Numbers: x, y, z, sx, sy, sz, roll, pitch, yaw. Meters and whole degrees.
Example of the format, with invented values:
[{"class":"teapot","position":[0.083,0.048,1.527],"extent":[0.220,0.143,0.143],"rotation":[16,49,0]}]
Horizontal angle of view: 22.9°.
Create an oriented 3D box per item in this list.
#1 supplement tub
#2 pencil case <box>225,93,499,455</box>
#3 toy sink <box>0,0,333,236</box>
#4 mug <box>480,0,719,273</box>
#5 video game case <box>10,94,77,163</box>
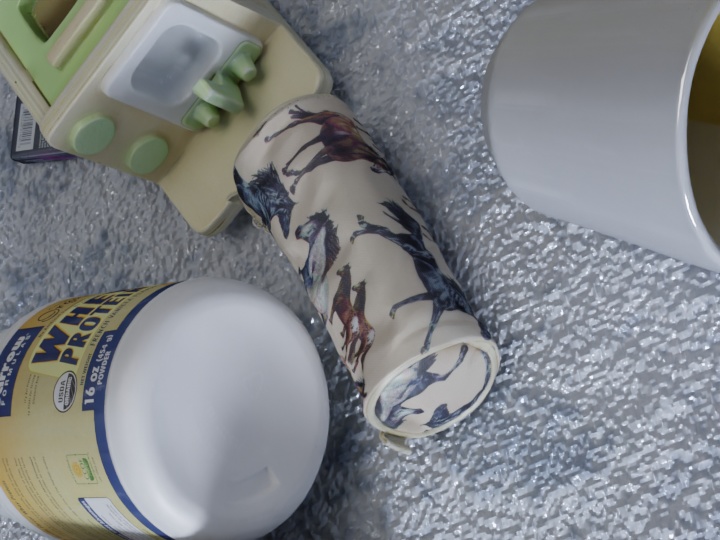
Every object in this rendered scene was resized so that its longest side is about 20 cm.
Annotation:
[{"class":"supplement tub","position":[-0.130,0.083,1.003],"extent":[0.199,0.144,0.145],"rotation":[-8,73,47]},{"class":"pencil case","position":[0.000,0.000,0.979],"extent":[0.090,0.078,0.200],"rotation":[-51,53,31]},{"class":"toy sink","position":[-0.134,-0.137,1.072],"extent":[0.130,0.112,0.200],"rotation":[-50,55,17]},{"class":"mug","position":[0.153,-0.084,0.870],"extent":[0.153,0.186,0.150],"rotation":[10,117,47]},{"class":"video game case","position":[-0.150,-0.149,1.169],"extent":[0.199,0.019,0.144],"rotation":[-3,77,36]}]
